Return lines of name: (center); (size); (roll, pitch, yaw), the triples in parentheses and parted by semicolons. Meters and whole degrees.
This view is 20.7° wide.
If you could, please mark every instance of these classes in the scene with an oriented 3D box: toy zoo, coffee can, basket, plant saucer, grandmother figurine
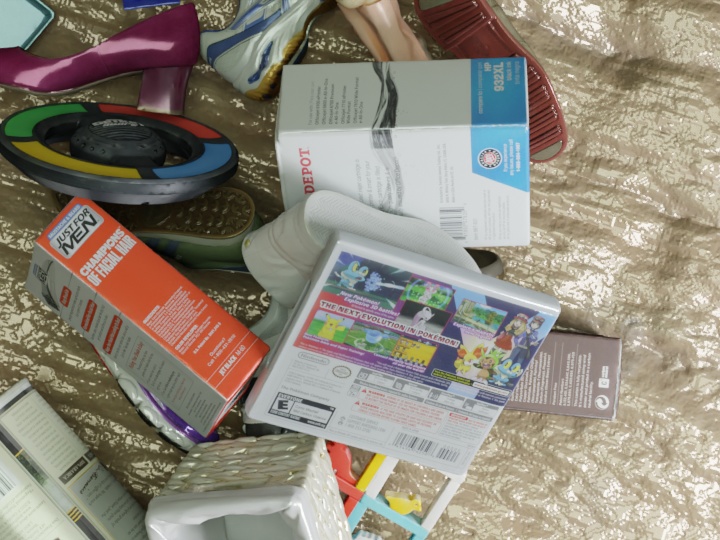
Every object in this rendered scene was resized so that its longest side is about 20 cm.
toy zoo: (0.001, 0.193, 1.680); (0.131, 0.020, 0.200); (30, 107, -2)
coffee can: (-0.266, 0.211, 1.637); (0.146, 0.146, 0.200); (-42, 91, -1)
basket: (-0.079, 0.244, 1.617); (0.135, 0.123, 0.201); (-7, 114, 14)
plant saucer: (-0.360, -0.258, 1.696); (0.200, 0.019, 0.070); (40, 90, -1)
grandmother figurine: (0.045, -0.162, 1.666); (0.060, 0.121, 0.200); (-17, 115, 26)

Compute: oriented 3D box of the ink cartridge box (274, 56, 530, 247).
ink cartridge box: (0.037, -0.093, 1.599); (0.199, 0.145, 0.084); (-1, 51, 4)

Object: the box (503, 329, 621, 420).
box: (0.115, 0.080, 1.673); (0.199, 0.100, 0.075); (4, 90, -3)

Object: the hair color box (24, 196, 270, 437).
hair color box: (-0.175, 0.037, 1.599); (0.200, 0.111, 0.064); (38, 66, 2)

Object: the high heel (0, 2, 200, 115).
high heel: (-0.237, -0.193, 1.665); (0.199, 0.067, 0.097); (8, 98, -8)

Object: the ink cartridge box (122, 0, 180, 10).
ink cartridge box: (-0.187, -0.322, 1.674); (0.136, 0.076, 0.201); (-7, 92, -2)

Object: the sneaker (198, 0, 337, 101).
sneaker: (-0.062, -0.246, 1.678); (0.088, 0.075, 0.200); (34, 84, 9)

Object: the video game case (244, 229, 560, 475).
video game case: (0.033, 0.069, 1.569); (0.199, 0.023, 0.183); (17, 120, -19)

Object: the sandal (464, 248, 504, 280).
sandal: (0.027, -0.020, 1.673); (0.199, 0.082, 0.055); (6, 114, -4)

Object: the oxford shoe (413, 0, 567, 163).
oxford shoe: (0.119, -0.184, 1.688); (0.070, 0.075, 0.200); (-25, 112, 20)

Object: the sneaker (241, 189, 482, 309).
sneaker: (0.000, 0.000, 1.605); (0.200, 0.115, 0.074); (27, 58, -31)

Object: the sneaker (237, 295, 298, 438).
sneaker: (-0.077, 0.094, 1.688); (0.088, 0.074, 0.201); (21, 94, 18)

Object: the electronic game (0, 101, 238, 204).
electronic game: (-0.199, -0.101, 1.616); (0.199, 0.200, 0.042); (7, 111, -2)

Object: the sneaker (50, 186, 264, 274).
sneaker: (-0.165, -0.035, 1.676); (0.199, 0.090, 0.067); (11, 65, 26)

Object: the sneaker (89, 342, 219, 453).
sneaker: (-0.176, 0.070, 1.675); (0.083, 0.081, 0.200); (-33, 91, -7)
